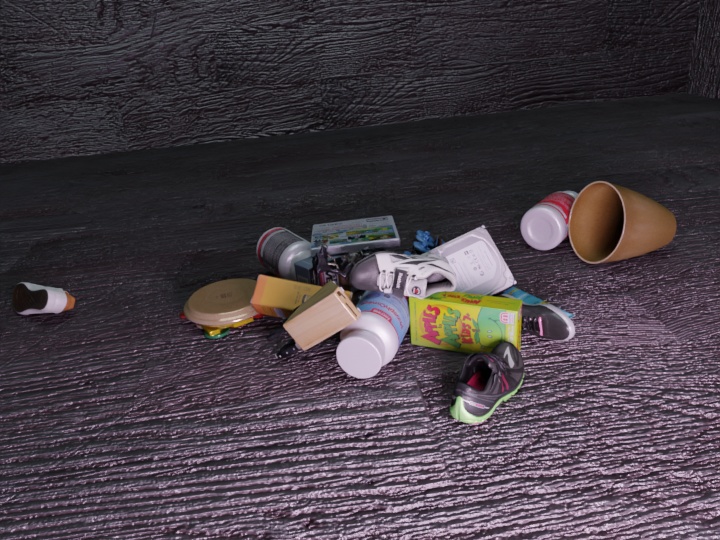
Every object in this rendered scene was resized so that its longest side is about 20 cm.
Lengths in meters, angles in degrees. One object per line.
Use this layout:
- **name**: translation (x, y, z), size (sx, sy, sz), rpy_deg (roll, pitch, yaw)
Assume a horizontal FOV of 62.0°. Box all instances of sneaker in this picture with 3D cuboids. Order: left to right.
- **sneaker**: translation (-0.737, 0.072, 1.395), size (0.199, 0.074, 0.084), rpy_deg (6, -5, 37)
- **sneaker**: translation (0.081, 0.013, 1.082), size (0.198, 0.075, 0.089), rpy_deg (-5, 28, -11)
- **sneaker**: translation (0.211, 0.166, 0.963), size (0.076, 0.085, 0.200), rpy_deg (12, 30, 31)
- **sneaker**: translation (0.294, 0.100, 1.114), size (0.099, 0.071, 0.199), rpy_deg (-20, 22, -29)

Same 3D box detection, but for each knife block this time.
- **knife block**: translation (-0.093, 0.100, 1.076), size (0.175, 0.064, 0.200), rpy_deg (-42, 9, -4)

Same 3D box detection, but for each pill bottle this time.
- **pill bottle**: translation (-0.160, -0.026, 1.421), size (0.110, 0.112, 0.200), rpy_deg (-19, 27, -28)
- **pill bottle**: translation (0.027, 0.107, 1.096), size (0.108, 0.110, 0.200), rpy_deg (4, 26, 18)
- **pill bottle**: translation (0.500, -0.136, 1.535), size (0.111, 0.113, 0.199), rpy_deg (14, 31, 36)

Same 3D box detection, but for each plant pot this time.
- **plant pot**: translation (0.627, -0.106, 1.399), size (0.198, 0.188, 0.187), rpy_deg (2, 21, -18)

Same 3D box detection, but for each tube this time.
- **tube**: translation (0.326, 0.068, 1.210), size (0.077, 0.051, 0.199), rpy_deg (-30, 38, -28)

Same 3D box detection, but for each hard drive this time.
- **hard drive**: translation (0.194, 0.011, 1.204), size (0.198, 0.141, 0.038), rpy_deg (-25, -14, -8)

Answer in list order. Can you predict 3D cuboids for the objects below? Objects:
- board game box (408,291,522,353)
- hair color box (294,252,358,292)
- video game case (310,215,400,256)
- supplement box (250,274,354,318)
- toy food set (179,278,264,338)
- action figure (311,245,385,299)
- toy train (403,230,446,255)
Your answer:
- **board game box**: translation (0.191, 0.096, 1.098), size (0.198, 0.103, 0.048), rpy_deg (7, 28, 24)
- **hair color box**: translation (-0.047, 0.003, 1.348), size (0.199, 0.100, 0.060), rpy_deg (-24, 28, -35)
- **video game case**: translation (-0.015, -0.082, 1.384), size (0.198, 0.022, 0.183), rpy_deg (-7, 21, 0)
- **supplement box**: translation (-0.115, 0.065, 1.208), size (0.198, 0.069, 0.067), rpy_deg (10, 66, 10)
- **toy food set**: translation (-0.290, 0.074, 1.302), size (0.197, 0.049, 0.200), rpy_deg (-19, 28, -27)
- **action figure**: translation (0.000, 0.000, 1.249), size (0.198, 0.103, 0.119), rpy_deg (2, 16, -13)
- **toy train**: translation (0.156, -0.022, 1.329), size (0.114, 0.087, 0.200), rpy_deg (31, 19, -1)
